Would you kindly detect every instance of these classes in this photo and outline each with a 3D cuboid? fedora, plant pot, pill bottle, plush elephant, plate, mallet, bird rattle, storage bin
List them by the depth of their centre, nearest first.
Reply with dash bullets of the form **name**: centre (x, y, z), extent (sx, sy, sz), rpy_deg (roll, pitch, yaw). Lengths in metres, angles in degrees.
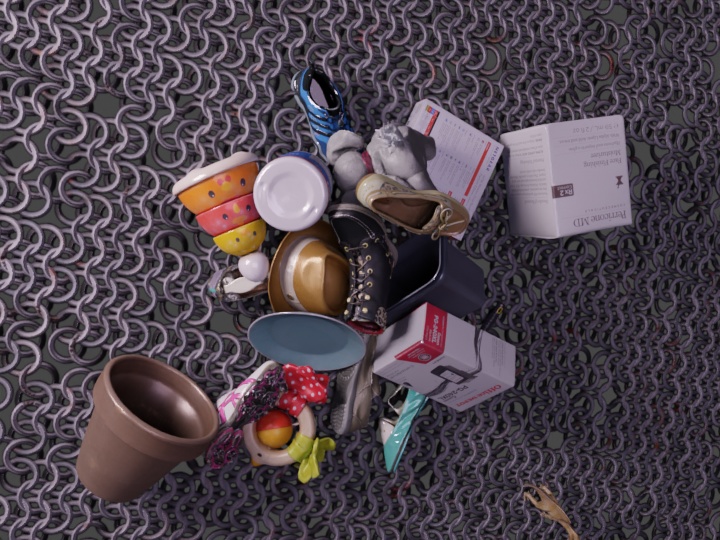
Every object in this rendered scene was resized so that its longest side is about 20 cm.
- **plant pot**: centre (-0.352, 0.259, 1.026), extent (0.200, 0.200, 0.175), rpy_deg (35, 101, -17)
- **pill bottle**: centre (-0.101, -0.132, 1.047), extent (0.112, 0.200, 0.112), rpy_deg (0, 103, 0)
- **plush elephant**: centre (0.029, -0.162, 1.077), extent (0.200, 0.155, 0.165), rpy_deg (28, 49, -56)
- **fedora**: centre (-0.063, 0.014, 1.100), extent (0.200, 0.082, 0.201), rpy_deg (-17, 113, -46)
- **plate**: centre (-0.088, 0.113, 1.100), extent (0.200, 0.200, 0.026), rpy_deg (20, 53, -18)
- **bird rattle**: centre (-0.126, 0.263, 1.134), extent (0.163, 0.113, 0.200), rpy_deg (-10, 94, 0)
- **storage bin**: centre (0.115, 0.026, 1.150), extent (0.134, 0.200, 0.146), rpy_deg (30, 45, -28)
- **mallet**: centre (0.210, 0.138, 1.262), extent (0.066, 0.041, 0.200), rpy_deg (34, 80, -20)

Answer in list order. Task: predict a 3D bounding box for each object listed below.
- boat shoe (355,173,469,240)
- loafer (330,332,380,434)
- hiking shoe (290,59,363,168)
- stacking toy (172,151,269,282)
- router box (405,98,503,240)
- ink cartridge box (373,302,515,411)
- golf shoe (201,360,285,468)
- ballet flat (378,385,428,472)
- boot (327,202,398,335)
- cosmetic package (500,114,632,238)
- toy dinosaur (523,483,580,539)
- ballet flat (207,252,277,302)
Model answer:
- **boat shoe**: centre (0.087, -0.087, 1.005), extent (0.200, 0.063, 0.073), rpy_deg (13, 118, -25)
- **loafer**: centre (-0.002, 0.196, 1.185), extent (0.070, 0.075, 0.200), rpy_deg (11, 93, -31)
- **hiking shoe**: centre (-0.052, -0.253, 1.120), extent (0.074, 0.087, 0.200), rpy_deg (-36, 104, -12)
- **stacking toy**: centre (-0.195, -0.076, 1.052), extent (0.146, 0.146, 0.200), rpy_deg (-27, 98, -14)
- **router box**: centre (0.143, -0.181, 1.207), extent (0.179, 0.049, 0.200), rpy_deg (27, 86, -18)
- **ink cartridge box**: centre (0.146, 0.154, 1.128), extent (0.200, 0.145, 0.083), rpy_deg (27, 49, -21)
- **golf shoe**: centre (-0.209, 0.226, 1.102), extent (0.200, 0.092, 0.073), rpy_deg (-52, 138, -4)
- **ballet flat**: centre (0.074, 0.271, 1.220), extent (0.070, 0.067, 0.200), rpy_deg (25, 86, 7)
- **boot**: centre (0.002, 0.000, 1.032), extent (0.204, 0.073, 0.154), rpy_deg (49, 44, -54)
- **cosmetic package**: centre (0.378, -0.171, 1.221), extent (0.165, 0.165, 0.200), rpy_deg (-11, 97, -15)
- **toy dinosaur**: centre (0.374, 0.460, 1.300), extent (0.058, 0.101, 0.200), rpy_deg (-41, 105, -10)
- **ballet flat**: centre (-0.157, 0.011, 1.117), extent (0.200, 0.072, 0.072), rpy_deg (-17, 99, -16)
